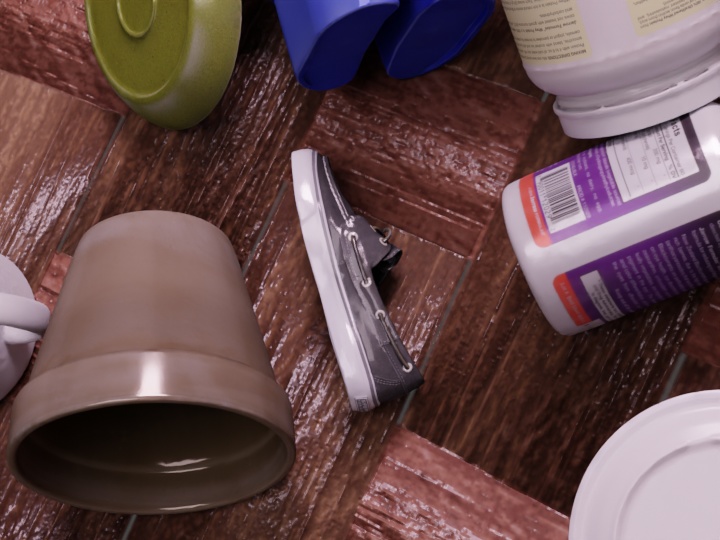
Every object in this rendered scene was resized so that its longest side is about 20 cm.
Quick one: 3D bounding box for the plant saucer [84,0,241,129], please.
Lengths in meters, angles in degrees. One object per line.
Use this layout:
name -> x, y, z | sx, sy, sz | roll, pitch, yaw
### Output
plant saucer -> -0.162, -0.207, 1.109 | 0.200, 0.031, 0.200 | 14, 109, 47

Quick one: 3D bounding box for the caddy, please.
caddy -> 0.012, -0.206, 1.011 | 0.141, 0.200, 0.105 | -11, 80, -17

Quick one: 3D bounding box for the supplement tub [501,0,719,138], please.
supplement tub -> 0.158, -0.201, 0.933 | 0.145, 0.145, 0.200 | -16, 107, 19

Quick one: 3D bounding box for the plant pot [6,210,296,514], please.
plant pot -> -0.148, 0.060, 1.037 | 0.200, 0.200, 0.174 | -16, 57, 18

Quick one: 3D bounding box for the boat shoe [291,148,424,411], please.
boat shoe -> 0.000, 0.000, 1.042 | 0.066, 0.070, 0.200 | -15, 70, 1

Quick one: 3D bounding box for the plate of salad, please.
plate of salad -> 0.234, 0.176, 0.918 | 0.200, 0.048, 0.200 | -1, 86, 15

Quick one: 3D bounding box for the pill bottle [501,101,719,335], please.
pill bottle -> 0.203, -0.042, 0.939 | 0.200, 0.111, 0.112 | -23, 72, 16

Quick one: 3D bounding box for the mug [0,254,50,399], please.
mug -> -0.334, 0.031, 1.104 | 0.200, 0.175, 0.148 | 2, 77, 19
